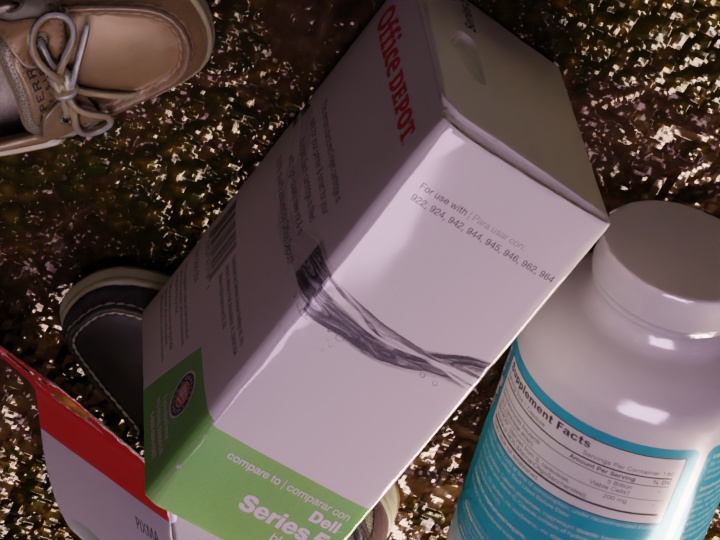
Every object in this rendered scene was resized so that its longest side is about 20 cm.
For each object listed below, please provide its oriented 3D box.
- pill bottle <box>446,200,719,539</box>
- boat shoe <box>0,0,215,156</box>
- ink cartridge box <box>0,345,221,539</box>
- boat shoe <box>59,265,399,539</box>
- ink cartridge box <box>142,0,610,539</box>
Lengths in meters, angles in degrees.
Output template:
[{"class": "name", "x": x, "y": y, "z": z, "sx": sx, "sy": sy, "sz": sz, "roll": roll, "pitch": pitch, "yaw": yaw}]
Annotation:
[{"class": "pill bottle", "x": 0.111, "y": 0.069, "z": 1.069, "sx": 0.110, "sy": 0.111, "sz": 0.201, "roll": 11, "pitch": 126, "yaw": -8}, {"class": "boat shoe", "x": -0.157, "y": -0.074, "z": 0.991, "sx": 0.200, "sy": 0.063, "sz": 0.073, "roll": -8, "pitch": 127, "yaw": 6}, {"class": "ink cartridge box", "x": -0.105, "y": 0.105, "z": 1.071, "sx": 0.200, "sy": 0.161, "sz": 0.050, "roll": 42, "pitch": 81, "yaw": -28}, {"class": "boat shoe", "x": -0.056, "y": 0.077, "z": 1.103, "sx": 0.072, "sy": 0.066, "sz": 0.201, "roll": -34, "pitch": 120, "yaw": 23}, {"class": "ink cartridge box", "x": 0.000, "y": 0.000, "z": 0.979, "sx": 0.084, "sy": 0.146, "sz": 0.200, "roll": 31, "pitch": 113, "yaw": -20}]
